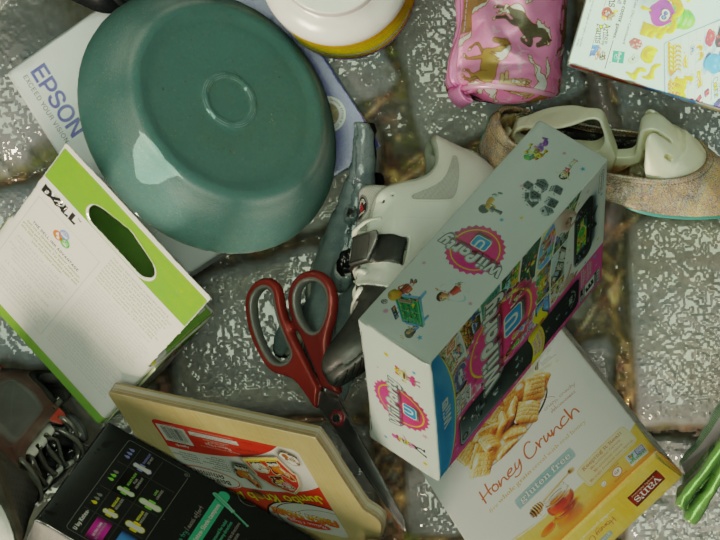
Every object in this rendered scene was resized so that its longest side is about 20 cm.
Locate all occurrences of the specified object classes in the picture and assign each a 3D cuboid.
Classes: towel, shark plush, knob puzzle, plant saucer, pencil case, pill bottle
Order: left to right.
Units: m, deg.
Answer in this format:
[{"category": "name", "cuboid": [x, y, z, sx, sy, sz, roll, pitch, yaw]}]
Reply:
[{"category": "plant saucer", "cuboid": [-0.097, -0.111, 1.681, 0.199, 0.036, 0.201, 12, 63, -26]}, {"category": "knob puzzle", "cuboid": [-0.063, 0.148, 1.717, 0.219, 0.220, 0.031, 26, 61, 4]}, {"category": "pill bottle", "cuboid": [-0.015, -0.201, 1.658, 0.103, 0.200, 0.105, 0, 91, 2]}, {"category": "shark plush", "cuboid": [0.000, 0.000, 1.730, 0.090, 0.083, 0.201, 21, 96, 5]}, {"category": "pencil case", "cuboid": [0.103, -0.213, 1.701, 0.086, 0.083, 0.202, 2, 91, 17]}, {"category": "towel", "cuboid": [0.255, 0.092, 1.649, 0.031, 0.200, 0.150, 29, 96, 8]}]

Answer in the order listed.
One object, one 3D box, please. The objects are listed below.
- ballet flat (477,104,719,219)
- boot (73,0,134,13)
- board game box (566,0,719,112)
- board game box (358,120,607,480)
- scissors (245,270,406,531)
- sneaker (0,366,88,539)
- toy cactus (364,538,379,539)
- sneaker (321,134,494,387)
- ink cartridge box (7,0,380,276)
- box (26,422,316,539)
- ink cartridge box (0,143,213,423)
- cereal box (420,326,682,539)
[{"category": "ballet flat", "cuboid": [0.180, -0.080, 1.706, 0.198, 0.068, 0.068, 6, 129, 5]}, {"category": "boot", "cuboid": [-0.272, -0.211, 1.741, 0.168, 0.076, 0.200, -44, 73, 4]}, {"category": "board game box", "cuboid": [0.252, -0.162, 1.682, 0.199, 0.103, 0.106, 17, 95, 5]}, {"category": "board game box", "cuboid": [0.084, 0.020, 1.634, 0.064, 0.148, 0.200, 31, 63, 23]}, {"category": "scissors", "cuboid": [-0.025, 0.094, 1.690, 0.073, 0.014, 0.201, -22, 79, 22]}, {"category": "sneaker", "cuboid": [-0.233, 0.122, 1.714, 0.081, 0.200, 0.077, -8, 122, -2]}, {"category": "toy cactus", "cuboid": [0.026, 0.256, 1.713, 0.199, 0.103, 0.165, -24, 136, -1]}, {"category": "sneaker", "cuboid": [0.020, -0.009, 1.674, 0.088, 0.074, 0.200, 38, 65, 2]}, {"category": "ink cartridge box", "cuboid": [-0.120, -0.115, 1.758, 0.199, 0.043, 0.197, -34, 89, 9]}, {"category": "box", "cuboid": [-0.139, 0.234, 1.714, 0.199, 0.124, 0.149, 29, 127, 4]}, {"category": "ink cartridge box", "cuboid": [-0.170, -0.004, 1.695, 0.148, 0.076, 0.200, 47, 140, 1]}, {"category": "cereal box", "cuboid": [0.118, 0.125, 1.678, 0.144, 0.200, 0.039, -45, 127, 6]}]
